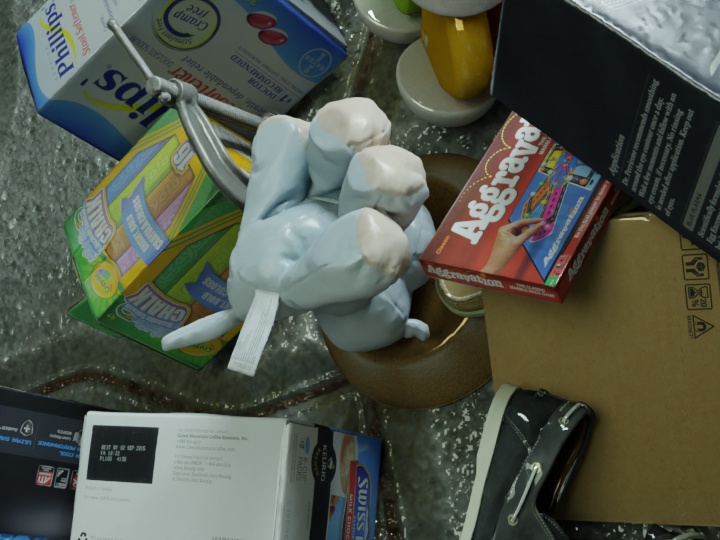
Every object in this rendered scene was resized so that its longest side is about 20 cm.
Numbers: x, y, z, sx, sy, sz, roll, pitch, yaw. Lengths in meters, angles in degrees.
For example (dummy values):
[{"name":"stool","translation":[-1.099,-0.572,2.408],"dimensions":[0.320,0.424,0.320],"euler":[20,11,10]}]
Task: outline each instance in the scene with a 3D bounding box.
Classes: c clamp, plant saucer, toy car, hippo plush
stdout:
[{"name":"c clamp","translation":[-0.093,-0.105,0.983],"dimensions":[0.027,0.199,0.172],"euler":[-39,63,18]},{"name":"plant saucer","translation":[0.040,0.003,0.968],"dimensions":[0.198,0.035,0.203],"euler":[-10,72,31]},{"name":"toy car","translation":[0.081,-0.224,0.946],"dimensions":[0.148,0.176,0.202],"euler":[-20,61,-11]},{"name":"hippo plush","translation":[0.000,0.000,0.874],"dimensions":[0.158,0.160,0.202],"euler":[12,76,41]}]

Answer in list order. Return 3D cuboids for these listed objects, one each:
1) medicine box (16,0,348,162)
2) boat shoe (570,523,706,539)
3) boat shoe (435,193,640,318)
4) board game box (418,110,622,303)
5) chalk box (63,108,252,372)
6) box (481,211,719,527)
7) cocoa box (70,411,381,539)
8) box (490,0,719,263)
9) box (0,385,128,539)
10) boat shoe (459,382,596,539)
[{"name":"medicine box","translation":[-0.146,-0.186,1.047],"dimensions":[0.199,0.181,0.104],"euler":[-40,50,18]},{"name":"boat shoe","translation":[0.186,0.191,0.801],"dimensions":[0.198,0.073,0.061],"euler":[-13,74,39]},{"name":"boat shoe","translation":[0.129,-0.044,0.873],"dimensions":[0.199,0.076,0.072],"euler":[-40,72,7]},{"name":"board game box","translation":[0.127,-0.068,0.831],"dimensions":[0.102,0.020,0.201],"euler":[10,55,38]},{"name":"chalk box","translation":[-0.153,-0.012,1.037],"dimensions":[0.200,0.124,0.124],"euler":[-45,47,16]},{"name":"box","translation":[0.161,0.065,0.826],"dimensions":[0.161,0.021,0.203],"euler":[-3,100,30]},{"name":"cocoa box","translation":[-0.101,0.180,0.955],"dimensions":[0.198,0.131,0.136],"euler":[-2,76,33]},{"name":"box","translation":[0.217,-0.143,0.769],"dimensions":[0.200,0.118,0.196],"euler":[40,63,23]},{"name":"box","translation":[-0.253,0.202,1.010],"dimensions":[0.049,0.199,0.202],"euler":[5,79,36]},{"name":"boat shoe","translation":[0.097,0.173,0.795],"dimensions":[0.067,0.072,0.203],"euler":[11,75,20]}]
